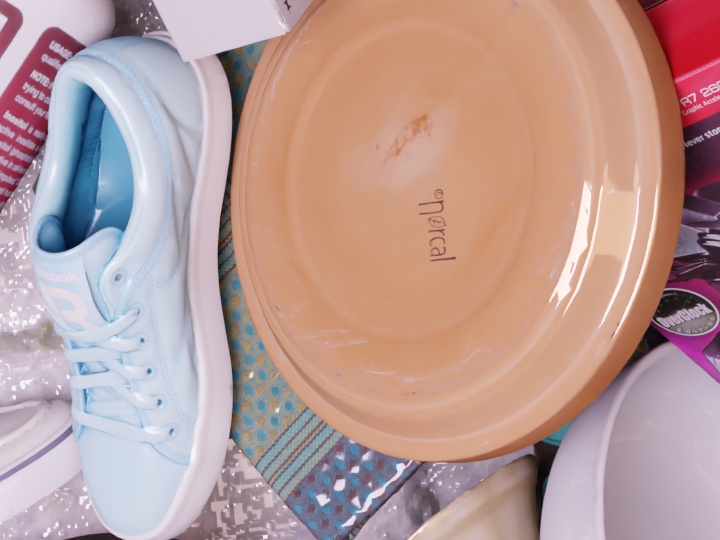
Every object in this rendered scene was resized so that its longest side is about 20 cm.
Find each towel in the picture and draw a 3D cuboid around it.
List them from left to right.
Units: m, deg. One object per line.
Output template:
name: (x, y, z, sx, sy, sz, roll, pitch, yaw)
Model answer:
towel: (-0.026, -0.010, 0.867, 0.147, 0.022, 0.200, -45, 75, 12)

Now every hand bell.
hand bell: (0.090, 0.186, 0.895, 0.104, 0.104, 0.200, -36, 77, -4)

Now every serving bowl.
serving bowl: (0.136, 0.130, 0.875, 0.199, 0.066, 0.201, 22, 58, -40)

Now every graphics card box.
graphics card box: (0.154, -0.017, 0.818, 0.200, 0.125, 0.051, 38, 49, -27)

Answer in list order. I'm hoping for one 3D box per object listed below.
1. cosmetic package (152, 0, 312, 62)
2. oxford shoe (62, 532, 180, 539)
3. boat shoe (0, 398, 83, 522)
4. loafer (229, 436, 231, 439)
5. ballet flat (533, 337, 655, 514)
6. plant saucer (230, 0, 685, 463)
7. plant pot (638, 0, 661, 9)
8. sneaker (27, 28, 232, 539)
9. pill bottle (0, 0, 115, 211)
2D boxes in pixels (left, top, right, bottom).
cosmetic package: (-0.029, -0.163, 0.815, 0.050, 0.200, 0.083, -14, 116, 30)
oxford shoe: (-0.123, 0.152, 0.876, 0.199, 0.071, 0.072, -11, 108, 30)
boat shoe: (-0.206, 0.083, 0.883, 0.199, 0.071, 0.070, -21, 104, -1)
loafer: (0.000, 0.000, 0.905, 0.200, 0.070, 0.075, -38, 74, 13)
ballet flat: (0.107, 0.075, 0.947, 0.070, 0.071, 0.201, -8, 99, -10)
plant saucer: (0.025, -0.032, 0.786, 0.032, 0.200, 0.202, 3, 99, -49)
plant pot: (0.122, -0.160, 0.857, 0.178, 0.200, 0.201, 17, 95, 2)
sneaker: (-0.099, 0.010, 0.831, 0.082, 0.074, 0.201, -10, 102, -54)
pill bottle: (-0.167, -0.082, 0.842, 0.113, 0.113, 0.201, 33, 90, -13)
